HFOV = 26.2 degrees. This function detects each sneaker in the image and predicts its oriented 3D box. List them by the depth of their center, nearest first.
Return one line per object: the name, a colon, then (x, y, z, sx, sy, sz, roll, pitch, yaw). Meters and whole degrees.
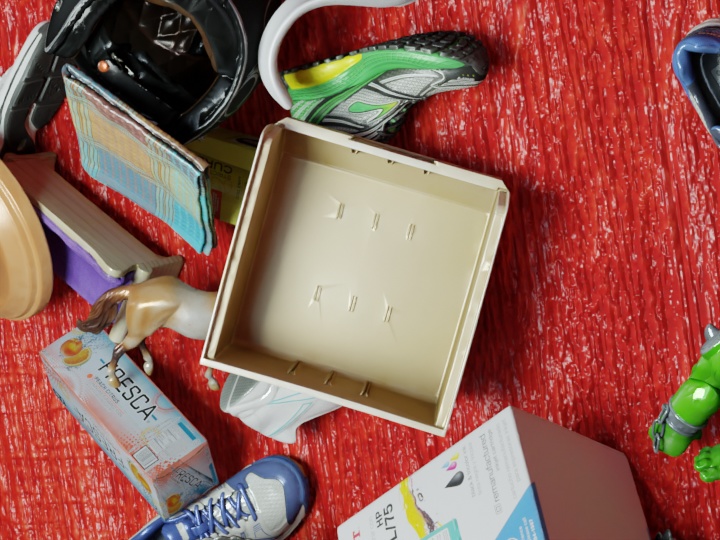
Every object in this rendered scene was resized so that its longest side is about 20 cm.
sneaker: (0.286, -0.091, 1.094, 0.077, 0.085, 0.200, -46, 74, 29)
sneaker: (0.025, -0.144, 1.263, 0.199, 0.078, 0.086, -9, 100, 42)
sneaker: (-0.029, 0.069, 1.334, 0.200, 0.071, 0.080, -42, 115, 16)
sneaker: (-0.132, 0.234, 1.408, 0.199, 0.088, 0.076, -34, 78, 30)
sneaker: (-0.353, -0.172, 1.484, 0.115, 0.075, 0.201, 40, 119, 18)

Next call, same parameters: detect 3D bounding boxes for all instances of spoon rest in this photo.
spoon rest: (-0.005, -0.217, 1.224, 0.200, 0.061, 0.099, -43, 32, -2)

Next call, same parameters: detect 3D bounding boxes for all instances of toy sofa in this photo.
toy sofa: (-0.272, -0.023, 1.446, 0.199, 0.097, 0.083, 37, 116, 21)

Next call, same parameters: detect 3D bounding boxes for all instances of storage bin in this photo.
storage bin: (0.000, 0.000, 1.226, 0.198, 0.094, 0.201, 16, 97, 3)

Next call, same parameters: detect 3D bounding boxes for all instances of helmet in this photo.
helmet: (-0.161, -0.206, 1.293, 0.198, 0.191, 0.202, 0, 115, 0)

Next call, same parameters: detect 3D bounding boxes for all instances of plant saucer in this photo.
plant saucer: (-0.366, -0.039, 1.455, 0.199, 0.037, 0.202, 28, 135, 31)

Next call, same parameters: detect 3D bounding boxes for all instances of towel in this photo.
towel: (-0.182, -0.087, 1.284, 0.146, 0.200, 0.022, 35, 74, 7)

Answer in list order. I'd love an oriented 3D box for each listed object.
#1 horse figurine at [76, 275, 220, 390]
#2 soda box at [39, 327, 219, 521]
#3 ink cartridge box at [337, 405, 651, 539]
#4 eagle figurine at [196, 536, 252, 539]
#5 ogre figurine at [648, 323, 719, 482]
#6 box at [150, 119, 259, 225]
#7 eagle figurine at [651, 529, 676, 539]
horse figurine: (-0.153, 0.050, 1.365, 0.198, 0.050, 0.134, 10, 122, -5)
soda box: (-0.213, 0.134, 1.416, 0.200, 0.063, 0.069, 42, 153, 35)
ink cartridge box: (0.106, 0.232, 1.195, 0.200, 0.145, 0.148, -39, 44, 30)
eagle figurine: (-0.073, 0.294, 1.340, 0.199, 0.151, 0.153, 33, 121, 16)
ogre figurine: (0.309, 0.104, 1.112, 0.199, 0.098, 0.121, 26, 130, 42)
box: (-0.113, -0.082, 1.364, 0.199, 0.050, 0.076, 19, 110, 28)
eagle figurine: (0.272, 0.317, 1.166, 0.151, 0.151, 0.202, 22, 77, -14)
